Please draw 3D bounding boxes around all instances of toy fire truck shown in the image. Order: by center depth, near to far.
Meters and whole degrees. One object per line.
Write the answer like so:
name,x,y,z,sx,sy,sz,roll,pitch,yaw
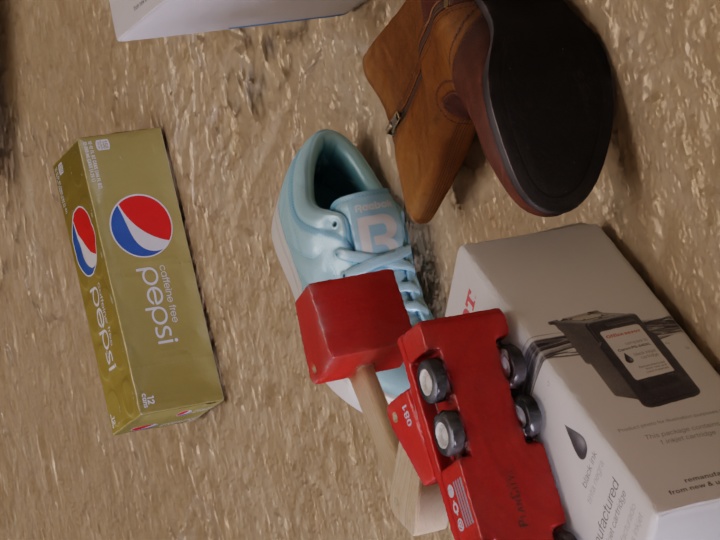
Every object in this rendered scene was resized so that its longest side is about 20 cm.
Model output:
toy fire truck,0.035,0.084,1.256,0.141,0.049,0.200,137,120,-62

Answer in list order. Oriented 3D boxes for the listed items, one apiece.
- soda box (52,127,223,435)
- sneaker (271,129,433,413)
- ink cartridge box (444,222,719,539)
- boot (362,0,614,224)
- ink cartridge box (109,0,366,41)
soda box,-0.155,0.008,1.831,0.068,0.064,0.200,-35,67,63
sneaker,0.000,0.000,1.478,0.082,0.074,0.200,100,148,-43
ink cartridge box,0.111,0.094,1.255,0.200,0.083,0.145,55,146,43
boot,0.050,-0.076,1.347,0.200,0.068,0.188,124,131,-58
ink cartridge box,-0.065,-0.245,1.442,0.146,0.147,0.200,157,104,-66
